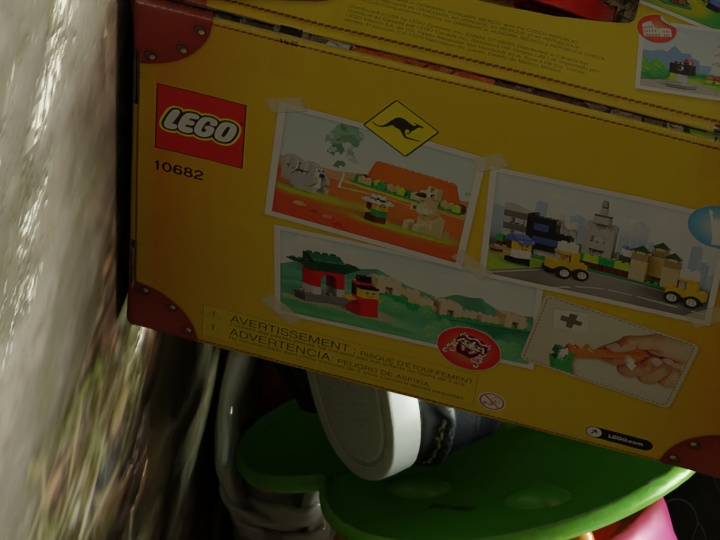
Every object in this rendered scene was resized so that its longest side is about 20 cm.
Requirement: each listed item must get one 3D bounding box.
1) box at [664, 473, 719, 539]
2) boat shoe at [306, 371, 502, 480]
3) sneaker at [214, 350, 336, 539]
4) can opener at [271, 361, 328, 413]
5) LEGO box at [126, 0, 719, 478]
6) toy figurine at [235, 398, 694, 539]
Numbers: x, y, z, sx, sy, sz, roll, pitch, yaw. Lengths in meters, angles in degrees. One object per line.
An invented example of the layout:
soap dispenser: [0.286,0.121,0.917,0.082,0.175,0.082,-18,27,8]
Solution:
box: [0.168,0.132,1.109,0.200,0.123,0.198,-108,-153,-56]
boat shoe: [0.008,-0.031,0.901,0.075,0.060,0.201,16,-63,54]
sneaker: [-0.028,0.092,1.088,0.081,0.076,0.201,-43,136,-60]
can opener: [0.000,0.000,1.014,0.200,0.063,0.079,-31,105,-63]
LEGO box: [0.035,-0.033,0.774,0.149,0.199,0.077,98,9,-50]
toy figurine: [0.059,0.141,0.980,0.150,0.199,0.185,-37,120,-46]
